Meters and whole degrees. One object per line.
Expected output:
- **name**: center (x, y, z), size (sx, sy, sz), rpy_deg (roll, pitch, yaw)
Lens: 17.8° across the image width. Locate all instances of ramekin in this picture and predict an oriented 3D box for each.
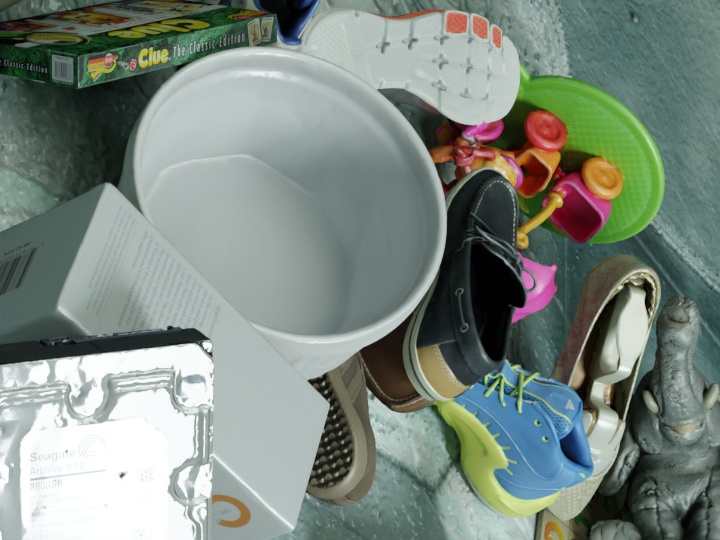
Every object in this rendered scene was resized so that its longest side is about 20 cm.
- **ramekin**: center (-0.057, -0.024, 1.390), size (0.199, 0.105, 0.201), rpy_deg (10, 60, -19)

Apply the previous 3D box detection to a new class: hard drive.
- **hard drive**: center (-0.144, 0.134, 1.183), size (0.139, 0.038, 0.201), rpy_deg (-5, 106, -27)

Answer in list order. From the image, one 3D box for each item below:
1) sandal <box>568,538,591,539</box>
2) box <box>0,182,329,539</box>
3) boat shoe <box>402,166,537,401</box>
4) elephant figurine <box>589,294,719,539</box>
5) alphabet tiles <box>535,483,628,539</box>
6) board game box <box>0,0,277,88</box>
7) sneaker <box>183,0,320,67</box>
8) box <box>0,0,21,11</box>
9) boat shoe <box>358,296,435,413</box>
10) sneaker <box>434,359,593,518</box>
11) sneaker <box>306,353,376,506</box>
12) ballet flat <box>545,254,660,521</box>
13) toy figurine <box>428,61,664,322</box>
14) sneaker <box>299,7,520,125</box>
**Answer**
- **sandal**: center (0.111, 0.268, 1.483), size (0.080, 0.057, 0.202), rpy_deg (36, 82, -38)
- **box**: center (-0.132, 0.066, 1.280), size (0.200, 0.124, 0.098), rpy_deg (47, 40, -29)
- **boat shoe**: center (0.082, 0.004, 1.524), size (0.075, 0.062, 0.200), rpy_deg (51, 37, -27)
- **elephant figurine**: center (0.239, 0.133, 1.718), size (0.141, 0.155, 0.201), rpy_deg (7, 75, -37)
- **alphabet tiles**: center (0.182, 0.172, 1.755), size (0.200, 0.006, 0.167), rpy_deg (42, 44, -33)
- **board game box**: center (-0.147, -0.140, 1.385), size (0.200, 0.104, 0.024), rpy_deg (-22, 121, -56)
- **sneaker**: center (-0.055, -0.198, 1.551), size (0.075, 0.088, 0.201), rpy_deg (40, 43, -33)
- **box**: center (-0.153, -0.218, 1.328), size (0.069, 0.199, 0.082), rpy_deg (62, 35, -10)
- **boat shoe**: center (0.000, 0.000, 1.529), size (0.072, 0.075, 0.201), rpy_deg (24, 43, -66)
- **sneaker**: center (0.097, 0.078, 1.600), size (0.200, 0.105, 0.076), rpy_deg (56, 37, -20)
- **sneaker**: center (-0.034, 0.057, 1.486), size (0.076, 0.070, 0.201), rpy_deg (50, 29, -68)
- **ballet flat**: center (0.169, 0.085, 1.656), size (0.067, 0.062, 0.201), rpy_deg (13, 90, -21)
- **toy figurine**: center (0.099, -0.048, 1.670), size (0.200, 0.150, 0.184), rpy_deg (41, 49, -2)
- **sneaker**: center (0.024, -0.153, 1.619), size (0.199, 0.082, 0.077), rpy_deg (10, 93, -36)
